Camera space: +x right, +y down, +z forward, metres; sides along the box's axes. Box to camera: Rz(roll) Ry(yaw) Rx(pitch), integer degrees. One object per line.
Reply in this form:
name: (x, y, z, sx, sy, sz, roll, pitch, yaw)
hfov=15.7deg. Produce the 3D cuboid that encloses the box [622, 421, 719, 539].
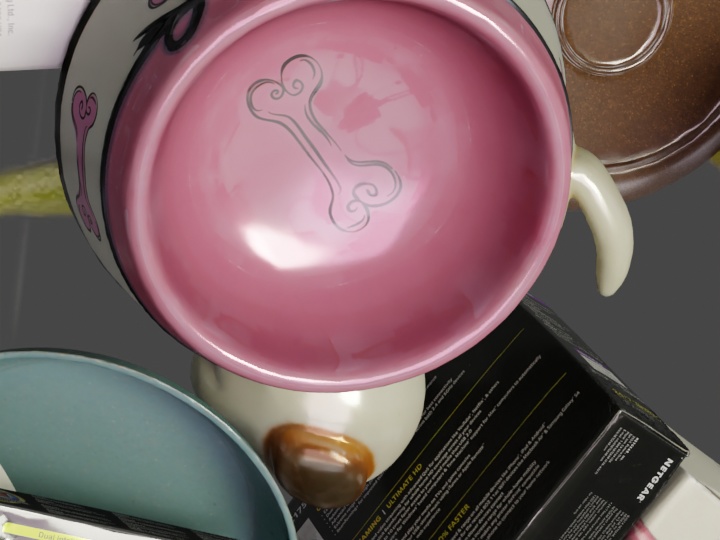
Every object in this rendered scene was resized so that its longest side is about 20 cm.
box: (0.102, 0.170, 1.211, 0.109, 0.128, 0.200, 38, 96, -23)

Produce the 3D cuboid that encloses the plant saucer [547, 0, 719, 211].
plant saucer: (0.108, -0.117, 1.159, 0.200, 0.032, 0.201, -6, 112, -15)

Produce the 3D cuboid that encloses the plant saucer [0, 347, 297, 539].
plant saucer: (-0.122, 0.105, 1.140, 0.200, 0.036, 0.200, 6, 125, 8)

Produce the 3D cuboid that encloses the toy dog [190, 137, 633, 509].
toy dog: (0.000, 0.000, 1.121, 0.194, 0.140, 0.200, 19, 117, -14)

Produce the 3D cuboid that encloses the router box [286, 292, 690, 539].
router box: (0.037, 0.113, 1.157, 0.051, 0.149, 0.200, 33, 99, -33)

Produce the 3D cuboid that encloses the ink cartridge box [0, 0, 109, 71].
ink cartridge box: (-0.116, -0.166, 1.012, 0.200, 0.146, 0.147, -3, 111, -14)

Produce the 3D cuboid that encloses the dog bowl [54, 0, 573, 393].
dog bowl: (-0.010, -0.043, 0.969, 0.200, 0.074, 0.200, -5, 117, -11)

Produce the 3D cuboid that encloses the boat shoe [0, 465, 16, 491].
boat shoe: (-0.151, 0.154, 1.122, 0.072, 0.060, 0.200, -17, 120, 24)

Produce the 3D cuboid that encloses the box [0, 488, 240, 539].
box: (-0.138, 0.173, 1.057, 0.200, 0.044, 0.161, 14, 91, -21)
